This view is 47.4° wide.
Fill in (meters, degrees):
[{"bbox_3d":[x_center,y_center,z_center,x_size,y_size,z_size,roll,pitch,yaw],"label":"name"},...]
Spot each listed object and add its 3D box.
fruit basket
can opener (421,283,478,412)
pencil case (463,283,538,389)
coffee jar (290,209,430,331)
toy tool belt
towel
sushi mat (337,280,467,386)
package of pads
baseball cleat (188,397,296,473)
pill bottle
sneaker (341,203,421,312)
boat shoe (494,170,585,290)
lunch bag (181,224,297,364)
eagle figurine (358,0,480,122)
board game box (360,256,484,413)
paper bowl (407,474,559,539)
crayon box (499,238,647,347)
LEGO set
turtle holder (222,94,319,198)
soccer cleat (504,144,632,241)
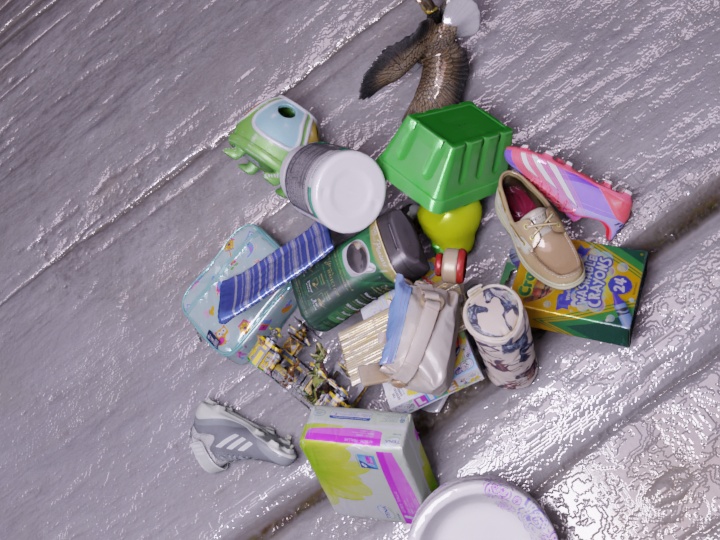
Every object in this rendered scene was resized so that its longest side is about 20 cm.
[{"bbox_3d":[0.124,-0.124,1.208,0.155,0.215,0.217,39,90,26],"label":"fruit basket"},{"bbox_3d":[0.133,0.113,1.182,0.052,0.067,0.202,28,81,27],"label":"can opener"},{"bbox_3d":[0.186,0.089,1.089,0.078,0.201,0.089,-43,59,-7],"label":"pencil case"},{"bbox_3d":[0.000,0.000,1.179,0.197,0.085,0.106,-29,64,20],"label":"coffee jar"},{"bbox_3d":[0.068,0.059,1.073,0.120,0.125,0.204,6,69,13],"label":"toy tool belt"},{"bbox_3d":[-0.127,-0.003,1.205,0.198,0.145,0.024,-34,109,5],"label":"towel"},{"bbox_3d":[0.061,0.082,1.151,0.197,0.012,0.097,-28,50,8],"label":"sushi mat"},{"bbox_3d":[0.013,0.266,1.107,0.151,0.202,0.069,0,46,22],"label":"package of pads"},{"bbox_3d":[-0.184,0.276,1.263,0.197,0.069,0.109,23,90,35],"label":"baseball cleat"},{"bbox_3d":[-0.048,-0.127,1.202,0.114,0.112,0.200,-56,26,-2],"label":"pill bottle"},{"bbox_3d":[0.013,-0.034,1.263,0.087,0.076,0.201,40,91,26],"label":"sneaker"},{"bbox_3d":[0.240,-0.059,1.128,0.073,0.067,0.201,-27,51,-5],"label":"boat shoe"},{"bbox_3d":[-0.190,0.037,1.321,0.201,0.077,0.160,-48,65,1],"label":"lunch bag"},{"bbox_3d":[0.099,-0.331,1.295,0.149,0.152,0.204,15,69,14],"label":"eagle figurine"},{"bbox_3d":[0.080,0.092,1.165,0.132,0.034,0.203,-26,49,9],"label":"board game box"},{"bbox_3d":[0.156,0.367,1.055,0.195,0.104,0.206,0,85,5],"label":"paper bowl"},{"bbox_3d":[0.284,0.021,1.132,0.196,0.052,0.127,10,58,24],"label":"crayon box"},{"bbox_3d":[-0.058,0.132,1.203,0.199,0.154,0.117,36,89,23],"label":"LEGO set"},{"bbox_3d":[-0.120,-0.199,1.329,0.184,0.141,0.133,31,86,31],"label":"turtle holder"},{"bbox_3d":[0.289,-0.115,1.166,0.197,0.067,0.078,25,100,7],"label":"soccer cleat"}]
